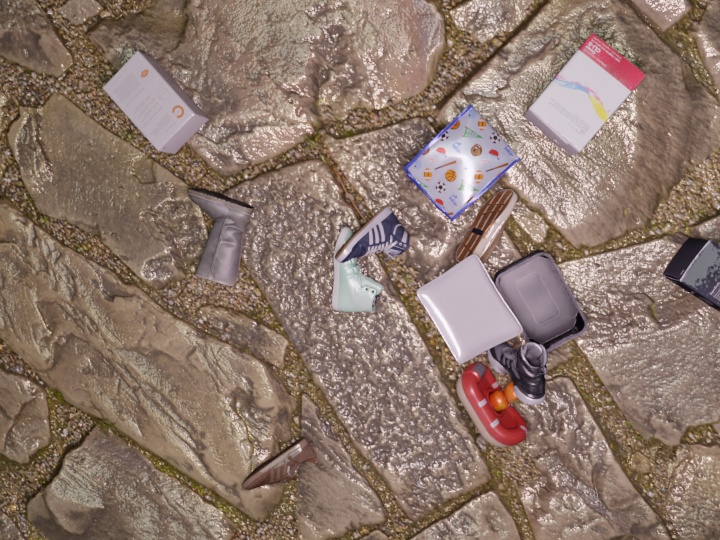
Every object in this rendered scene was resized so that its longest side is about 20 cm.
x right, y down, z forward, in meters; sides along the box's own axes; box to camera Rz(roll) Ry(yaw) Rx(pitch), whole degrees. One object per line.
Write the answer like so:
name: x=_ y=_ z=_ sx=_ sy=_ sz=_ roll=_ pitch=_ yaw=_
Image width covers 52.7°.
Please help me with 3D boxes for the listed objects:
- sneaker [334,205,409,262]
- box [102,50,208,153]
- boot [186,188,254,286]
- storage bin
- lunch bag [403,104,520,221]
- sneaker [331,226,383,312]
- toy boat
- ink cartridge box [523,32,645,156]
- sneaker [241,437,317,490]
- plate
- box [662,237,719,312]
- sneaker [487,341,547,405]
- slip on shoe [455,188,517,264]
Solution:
sneaker: x=0.035 y=-0.054 z=1.630 sx=0.109 sy=0.200 sz=0.070 roll=49 pitch=143 yaw=-5
box: x=-0.478 y=-0.391 z=1.706 sx=0.124 sy=0.097 sz=0.200 roll=-42 pitch=88 yaw=9
boot: x=-0.355 y=-0.081 z=1.737 sx=0.181 sy=0.073 sz=0.201 roll=22 pitch=105 yaw=8
storage bin: x=0.399 y=0.068 z=1.619 sx=0.135 sy=0.094 sz=0.200 roll=-29 pitch=91 yaw=10
lunch bag: x=0.218 y=-0.232 z=1.605 sx=0.200 sy=0.124 sz=0.170 roll=-44 pitch=89 yaw=2
sneaker: x=0.000 y=0.000 z=1.680 sx=0.118 sy=0.074 sz=0.201 roll=7 pitch=106 yaw=14
toy boat: x=0.314 y=0.291 z=1.622 sx=0.131 sy=0.130 sz=0.200 roll=-31 pitch=91 yaw=31
ink cartridge box: x=0.467 y=-0.365 z=1.542 sx=0.145 sy=0.145 sz=0.200 roll=40 pitch=99 yaw=3
sneaker: x=-0.195 y=0.488 z=1.756 sx=0.200 sy=0.070 sz=0.076 roll=-36 pitch=90 yaw=10
plate: x=0.245 y=0.086 z=1.633 sx=0.199 sy=0.032 sz=0.200 roll=-36 pitch=83 yaw=42
box: x=0.766 y=0.027 z=1.532 sx=0.200 sy=0.148 sz=0.105 roll=34 pitch=99 yaw=4
sneaker: x=0.346 y=0.188 z=1.575 sx=0.075 sy=0.200 sz=0.114 roll=-6 pitch=125 yaw=-20
slip on shoe: x=0.294 y=-0.089 z=1.640 sx=0.061 sy=0.076 sz=0.200 roll=31 pitch=91 yaw=-35
